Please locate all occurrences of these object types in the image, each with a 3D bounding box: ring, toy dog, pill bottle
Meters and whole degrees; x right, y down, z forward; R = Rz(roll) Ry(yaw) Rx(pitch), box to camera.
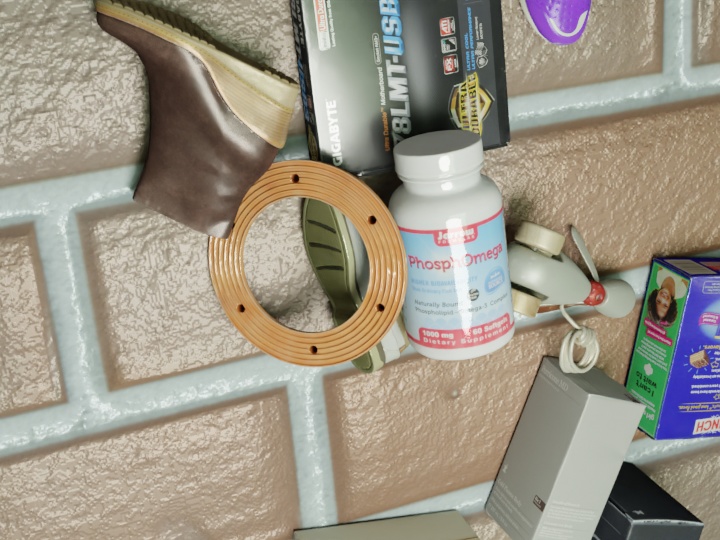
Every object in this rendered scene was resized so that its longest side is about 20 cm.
[{"bbox_3d":[-0.050,-0.006,1.030,0.200,0.019,0.201,5,105,19],"label":"ring"},{"bbox_3d":[0.200,0.008,1.163,0.132,0.096,0.200,-51,131,-6],"label":"toy dog"},{"bbox_3d":[0.085,-0.025,1.035,0.108,0.109,0.201,-16,112,-15],"label":"pill bottle"}]

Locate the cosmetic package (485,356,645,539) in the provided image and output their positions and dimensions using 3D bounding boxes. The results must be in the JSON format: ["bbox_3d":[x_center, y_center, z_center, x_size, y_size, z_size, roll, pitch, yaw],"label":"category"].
[{"bbox_3d":[0.227,0.210,1.223,0.090,0.107,0.201,10,103,-24],"label":"cosmetic package"}]

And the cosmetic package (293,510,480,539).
[{"bbox_3d":[0.027,0.337,1.211,0.199,0.073,0.104,-4,110,-21],"label":"cosmetic package"}]

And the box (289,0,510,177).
[{"bbox_3d":[0.040,-0.199,1.036,0.198,0.050,0.201,-13,112,-17],"label":"box"}]

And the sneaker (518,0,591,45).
[{"bbox_3d":[0.197,-0.308,1.024,0.069,0.100,0.201,-10,112,-15],"label":"sneaker"}]

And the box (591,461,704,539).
[{"bbox_3d":[0.290,0.342,1.271,0.104,0.148,0.201,8,106,-23],"label":"box"}]

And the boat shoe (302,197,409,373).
[{"bbox_3d":[0.000,0.000,1.085,0.068,0.075,0.201,-29,117,-29],"label":"boat shoe"}]

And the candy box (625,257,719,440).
[{"bbox_3d":[0.407,0.090,1.264,0.168,0.077,0.201,0,108,-22],"label":"candy box"}]

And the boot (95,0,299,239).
[{"bbox_3d":[-0.169,-0.132,0.968,0.199,0.072,0.167,26,107,-16],"label":"boot"}]
